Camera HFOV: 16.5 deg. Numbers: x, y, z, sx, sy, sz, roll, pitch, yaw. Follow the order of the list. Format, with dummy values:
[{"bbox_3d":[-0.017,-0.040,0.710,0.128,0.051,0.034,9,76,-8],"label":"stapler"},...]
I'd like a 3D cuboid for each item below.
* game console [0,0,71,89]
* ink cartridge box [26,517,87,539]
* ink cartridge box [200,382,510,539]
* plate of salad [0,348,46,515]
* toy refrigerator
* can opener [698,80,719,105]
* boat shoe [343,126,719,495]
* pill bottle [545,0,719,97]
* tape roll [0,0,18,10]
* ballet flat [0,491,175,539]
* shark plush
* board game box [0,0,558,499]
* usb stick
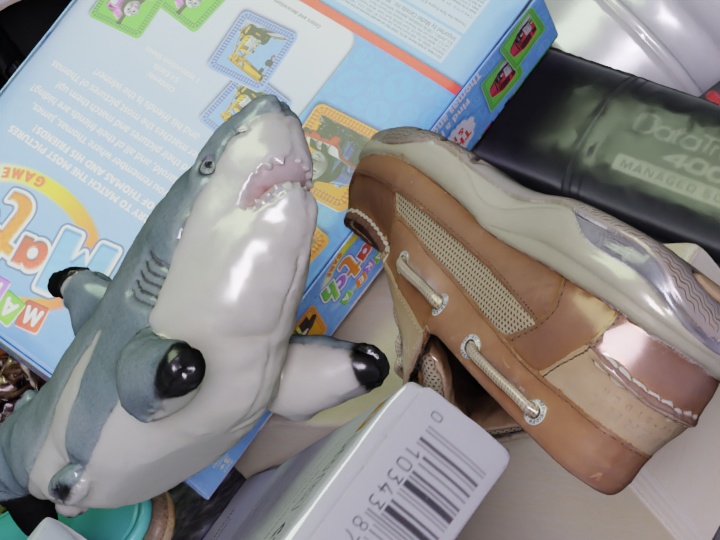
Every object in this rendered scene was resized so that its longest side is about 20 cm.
[{"bbox_3d":[-0.148,-0.101,1.175,0.176,0.200,0.116,-16,28,38],"label":"game console"},{"bbox_3d":[-0.153,0.185,0.739,0.160,0.047,0.200,-47,6,36],"label":"ink cartridge box"},{"bbox_3d":[-0.052,0.134,0.730,0.198,0.047,0.200,-54,2,-18],"label":"ink cartridge box"},{"bbox_3d":[-0.161,0.062,0.916,0.200,0.200,0.048,-23,-11,27],"label":"plate of salad"},{"bbox_3d":[0.041,0.044,0.816,0.200,0.070,0.076,-4,45,51],"label":"toy refrigerator"},{"bbox_3d":[0.137,-0.044,0.858,0.200,0.063,0.079,-32,24,6],"label":"can opener"},{"bbox_3d":[0.036,0.010,0.718,0.072,0.076,0.200,-58,23,0],"label":"boat shoe"},{"bbox_3d":[0.158,-0.132,0.927,0.200,0.112,0.112,-44,23,0],"label":"pill bottle"},{"bbox_3d":[-0.128,-0.081,1.082,0.200,0.200,0.066,-33,22,5],"label":"tape roll"},{"bbox_3d":[-0.133,0.134,0.867,0.200,0.072,0.068,-27,35,17],"label":"ballet flat"},{"bbox_3d":[-0.071,0.029,0.779,0.091,0.083,0.200,-6,-24,-37],"label":"shark plush"},{"bbox_3d":[-0.051,-0.044,0.855,0.151,0.037,0.200,33,79,28],"label":"board game box"},{"bbox_3d":[0.116,-0.028,0.810,0.200,0.033,0.056,24,74,39],"label":"usb stick"}]
